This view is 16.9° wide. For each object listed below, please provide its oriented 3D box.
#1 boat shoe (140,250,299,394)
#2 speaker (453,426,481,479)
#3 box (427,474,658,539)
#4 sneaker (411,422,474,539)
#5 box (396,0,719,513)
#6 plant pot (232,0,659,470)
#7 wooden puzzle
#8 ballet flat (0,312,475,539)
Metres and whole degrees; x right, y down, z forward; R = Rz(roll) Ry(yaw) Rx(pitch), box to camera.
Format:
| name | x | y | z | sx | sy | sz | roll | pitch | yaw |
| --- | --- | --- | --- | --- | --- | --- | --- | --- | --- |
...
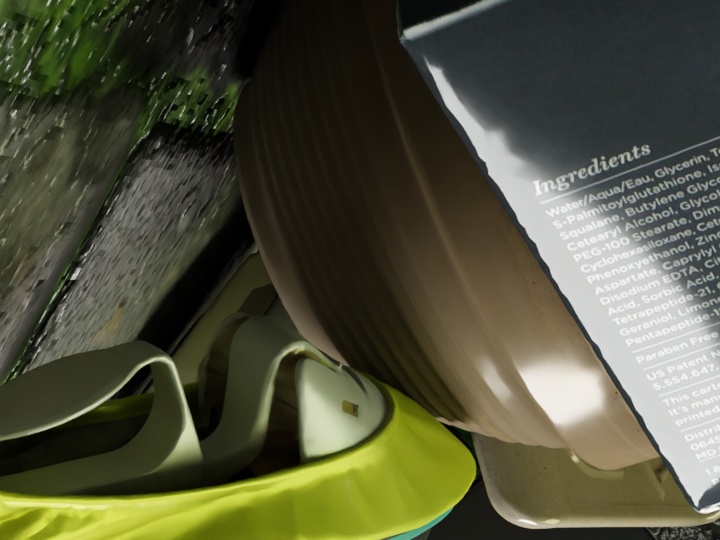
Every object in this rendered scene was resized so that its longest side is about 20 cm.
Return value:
| name | x | y | z | sx | sy | sz | roll | pitch | yaw |
| --- | --- | --- | --- | --- | --- | --- | --- | --- | --- |
| boat shoe | 0.000 | 0.000 | 0.851 | 0.200 | 0.068 | 0.075 | -53 | -177 | -27 |
| speaker | 0.059 | 0.084 | 1.215 | 0.089 | 0.088 | 0.200 | -58 | 170 | -18 |
| box | 0.022 | 0.196 | 1.092 | 0.200 | 0.123 | 0.198 | -34 | 171 | -36 |
| sneaker | -0.007 | 0.075 | 0.993 | 0.200 | 0.076 | 0.091 | -87 | -157 | -74 |
| box | 0.094 | -0.060 | 0.652 | 0.200 | 0.107 | 0.149 | 54 | 23 | -40 |
| plant pot | 0.024 | -0.028 | 0.737 | 0.093 | 0.201 | 0.201 | -20 | -177 | 17 |
| wooden puzzle | 0.080 | 0.022 | 1.030 | 0.046 | 0.186 | 0.200 | -22 | 165 | 28 |
| ballet flat | -0.044 | 0.047 | 0.636 | 0.200 | 0.067 | 0.067 | -11 | 118 | -37 |
